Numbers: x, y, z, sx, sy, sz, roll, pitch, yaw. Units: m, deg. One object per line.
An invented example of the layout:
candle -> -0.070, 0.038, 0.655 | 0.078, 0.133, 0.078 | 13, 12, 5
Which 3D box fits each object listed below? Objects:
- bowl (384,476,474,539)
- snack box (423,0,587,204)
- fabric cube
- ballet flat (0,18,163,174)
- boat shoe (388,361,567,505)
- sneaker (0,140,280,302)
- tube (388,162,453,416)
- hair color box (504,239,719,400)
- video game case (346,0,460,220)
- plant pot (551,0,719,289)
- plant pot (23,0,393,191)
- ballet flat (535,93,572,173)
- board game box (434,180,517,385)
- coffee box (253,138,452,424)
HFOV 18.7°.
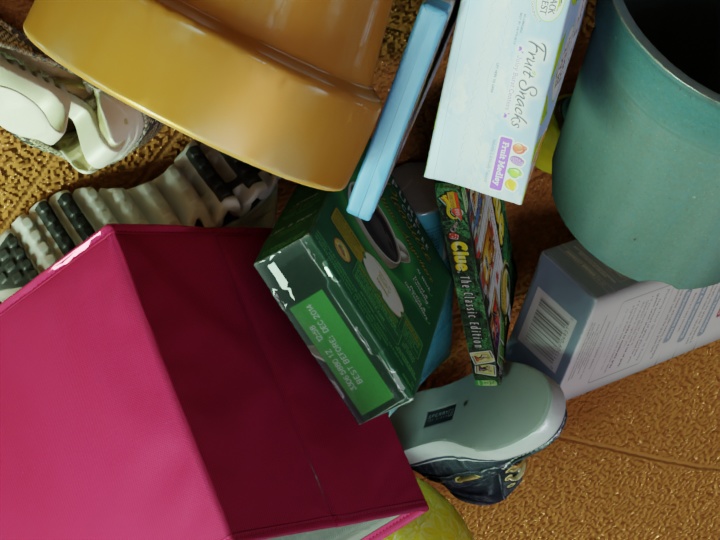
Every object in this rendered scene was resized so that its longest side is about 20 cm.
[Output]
bowl -> -0.021, 0.191, 1.584 | 0.199, 0.200, 0.109 | -22, 106, -13
snack box -> 0.101, -0.167, 1.288 | 0.067, 0.201, 0.170 | 16, 131, 7
fabric cube -> -0.116, 0.105, 1.330 | 0.196, 0.201, 0.199 | -35, 160, 32
ballet flat -> -0.181, -0.095, 1.264 | 0.199, 0.075, 0.068 | 24, 113, -44
boat shoe -> 0.101, 0.120, 1.579 | 0.091, 0.200, 0.071 | 31, 66, -27
sneaker -> -0.138, -0.018, 1.374 | 0.199, 0.075, 0.081 | -22, 146, -13
tube -> 0.042, 0.014, 1.531 | 0.077, 0.050, 0.201 | -38, 145, -30
hair color box -> 0.202, 0.018, 1.592 | 0.199, 0.061, 0.100 | -17, 139, -40
video game case -> 0.041, -0.136, 1.300 | 0.018, 0.200, 0.144 | 22, 123, 1
plant pot -> 0.215, -0.103, 1.364 | 0.199, 0.201, 0.197 | -11, 146, -24
plant pot -> -0.057, -0.171, 1.201 | 0.199, 0.200, 0.184 | 19, 102, -42
ballet flat -> 0.201, -0.089, 1.535 | 0.198, 0.067, 0.067 | 1, 149, -30
board game box -> 0.080, -0.025, 1.483 | 0.023, 0.105, 0.201 | -1, 139, 12
coffee box -> 0.000, 0.000, 1.354 | 0.044, 0.200, 0.123 | -28, 106, 19
